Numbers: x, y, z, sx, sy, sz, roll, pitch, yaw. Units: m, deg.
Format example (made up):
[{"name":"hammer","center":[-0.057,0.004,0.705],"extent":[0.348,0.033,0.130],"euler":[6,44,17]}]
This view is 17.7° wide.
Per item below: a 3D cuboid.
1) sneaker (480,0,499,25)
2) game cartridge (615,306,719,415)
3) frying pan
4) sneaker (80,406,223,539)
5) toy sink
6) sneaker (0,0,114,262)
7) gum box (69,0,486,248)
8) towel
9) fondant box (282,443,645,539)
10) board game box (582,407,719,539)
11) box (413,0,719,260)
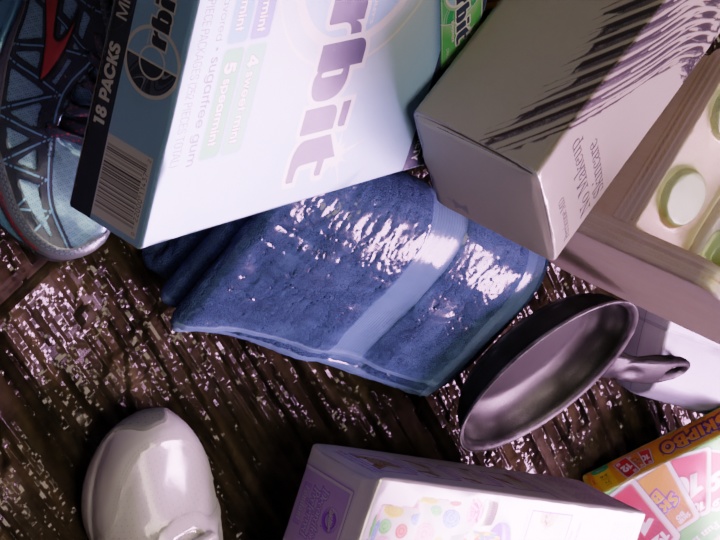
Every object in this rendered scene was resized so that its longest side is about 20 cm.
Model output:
[{"name":"sneaker","center":[0.084,-0.153,1.111],"extent":[0.200,0.073,0.077],"euler":[-34,89,-16]},{"name":"game cartridge","center":[0.223,-0.012,1.338],"extent":[0.133,0.041,0.200],"euler":[17,97,-41]},{"name":"frying pan","center":[0.122,0.040,1.215],"extent":[0.190,0.031,0.115],"euler":[-21,152,-36]},{"name":"sneaker","center":[-0.082,0.158,1.114],"extent":[0.070,0.080,0.201],"euler":[-23,122,-30]},{"name":"toy sink","center":[0.157,-0.044,1.148],"extent":[0.130,0.200,0.112],"euler":[35,85,-44]},{"name":"sneaker","center":[-0.109,-0.093,0.961],"extent":[0.079,0.095,0.200],"euler":[-5,112,-39]},{"name":"gum box","center":[-0.019,-0.110,0.942],"extent":[0.200,0.045,0.170],"euler":[-19,132,-50]},{"name":"towel","center":[0.000,0.000,1.109],"extent":[0.200,0.049,0.112],"euler":[21,121,-44]},{"name":"fondant box","center":[0.043,0.174,1.198],"extent":[0.200,0.058,0.144],"euler":[12,99,-42]},{"name":"board game box","center":[0.203,0.177,1.392],"extent":[0.095,0.030,0.200],"euler":[-26,129,-5]},{"name":"box","center":[0.110,-0.110,1.040],"extent":[0.200,0.068,0.082],"euler":[-54,155,-18]}]
